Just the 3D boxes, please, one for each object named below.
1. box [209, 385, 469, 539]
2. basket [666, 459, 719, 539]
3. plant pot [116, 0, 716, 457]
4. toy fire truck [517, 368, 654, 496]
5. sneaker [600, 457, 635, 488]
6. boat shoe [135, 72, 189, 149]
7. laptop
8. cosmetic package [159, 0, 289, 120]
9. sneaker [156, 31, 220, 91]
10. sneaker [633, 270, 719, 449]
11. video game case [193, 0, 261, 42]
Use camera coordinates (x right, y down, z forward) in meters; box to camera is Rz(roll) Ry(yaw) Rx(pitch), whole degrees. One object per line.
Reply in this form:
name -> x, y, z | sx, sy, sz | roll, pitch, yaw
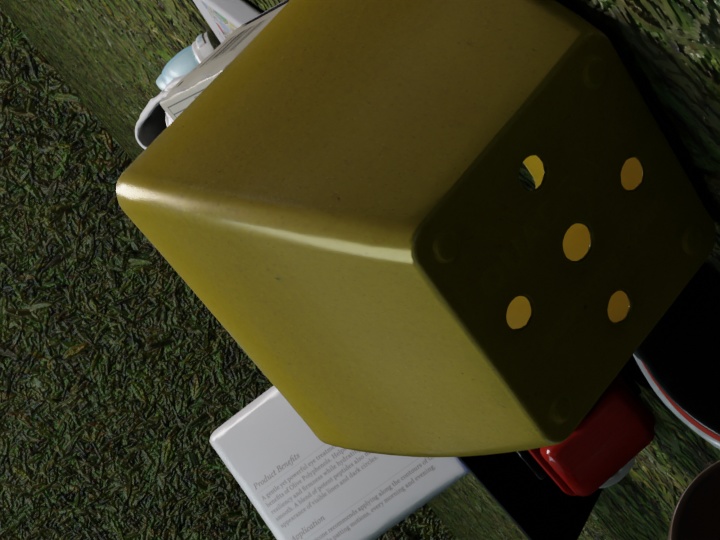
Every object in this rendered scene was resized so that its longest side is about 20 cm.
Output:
box -> 0.004, 0.158, 1.432 | 0.172, 0.199, 0.200 | 54, -163, 6
basket -> 0.247, 0.199, 0.895 | 0.180, 0.136, 0.200 | 40, 166, 33
plant pot -> 0.045, -0.026, 0.707 | 0.176, 0.200, 0.200 | 17, 151, 53
toy fire truck -> 0.132, 0.060, 0.944 | 0.176, 0.129, 0.200 | 49, -178, -13
sneaker -> 0.124, 0.068, 1.087 | 0.200, 0.078, 0.079 | 57, -179, -14
boat shoe -> -0.127, -0.129, 1.217 | 0.074, 0.065, 0.200 | 50, 156, -12
laptop -> 0.134, 0.165, 1.398 | 0.177, 0.103, 0.200 | 50, 172, -10
cosmetic package -> -0.020, -0.066, 0.944 | 0.200, 0.087, 0.103 | 52, 151, -17
sneaker -> -0.110, -0.117, 1.356 | 0.200, 0.082, 0.074 | 55, -165, -14
sneaker -> 0.211, 0.087, 0.760 | 0.201, 0.067, 0.108 | 41, 168, 25
video game case -> -0.049, -0.139, 1.198 | 0.200, 0.023, 0.182 | 40, 169, 41
